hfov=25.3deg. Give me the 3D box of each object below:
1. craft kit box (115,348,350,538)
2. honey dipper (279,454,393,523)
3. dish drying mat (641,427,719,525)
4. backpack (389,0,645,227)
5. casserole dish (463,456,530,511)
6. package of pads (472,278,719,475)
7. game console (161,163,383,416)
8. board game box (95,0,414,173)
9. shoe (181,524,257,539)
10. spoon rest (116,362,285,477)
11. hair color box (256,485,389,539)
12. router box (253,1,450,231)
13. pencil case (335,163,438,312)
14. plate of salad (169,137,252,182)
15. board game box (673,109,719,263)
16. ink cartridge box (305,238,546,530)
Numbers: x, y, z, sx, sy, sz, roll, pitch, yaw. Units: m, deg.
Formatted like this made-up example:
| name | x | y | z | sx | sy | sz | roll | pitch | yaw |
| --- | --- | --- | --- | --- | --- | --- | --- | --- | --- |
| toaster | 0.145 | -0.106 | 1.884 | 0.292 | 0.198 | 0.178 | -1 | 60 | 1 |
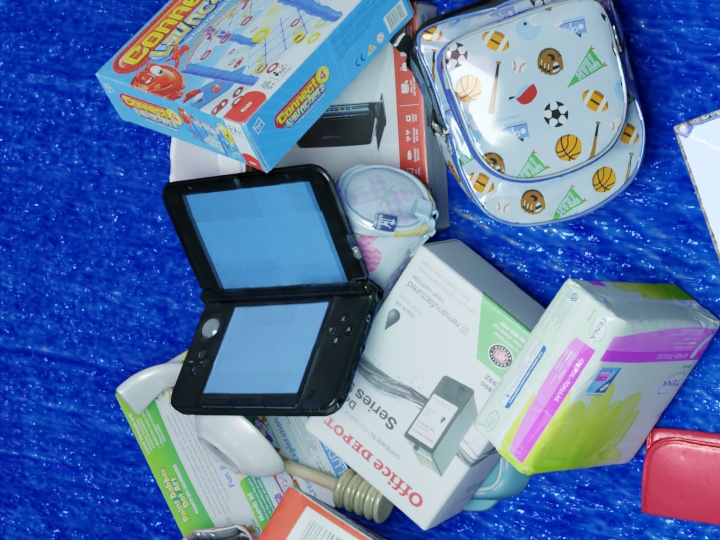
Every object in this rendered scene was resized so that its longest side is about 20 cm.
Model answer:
| name | x | y | z | sx | sy | sz | roll | pitch | yaw |
| --- | --- | --- | --- | --- | --- | --- | --- | --- | --- |
| craft kit box | -0.111 | 0.160 | 1.517 | 0.197 | 0.048 | 0.200 | -30 | 82 | 22 |
| honey dipper | -0.062 | 0.180 | 1.456 | 0.200 | 0.038 | 0.038 | 17 | 102 | 27 |
| dish drying mat | 0.331 | 0.178 | 1.321 | 0.199 | 0.018 | 0.077 | 5 | 98 | 25 |
| backpack | 0.145 | -0.133 | 1.302 | 0.199 | 0.154 | 0.191 | -18 | 102 | 7 |
| casserole dish | 0.089 | 0.118 | 1.420 | 0.121 | 0.039 | 0.201 | 0 | 96 | 26 |
| package of pads | 0.191 | 0.087 | 1.278 | 0.068 | 0.200 | 0.155 | 41 | 111 | 30 |
| game console | -0.095 | 0.021 | 1.330 | 0.200 | 0.118 | 0.171 | -4 | 57 | 42 |
| board game box | -0.091 | -0.192 | 1.365 | 0.196 | 0.056 | 0.200 | 21 | 62 | 40 |
| shoe | -0.080 | 0.290 | 1.434 | 0.200 | 0.072 | 0.091 | 10 | 140 | 40 |
| spoon rest | -0.138 | 0.129 | 1.446 | 0.200 | 0.099 | 0.061 | 21 | 63 | 43 |
| hair color box | -0.006 | 0.252 | 1.385 | 0.111 | 0.200 | 0.064 | 30 | 82 | 19 |
| router box | -0.015 | -0.131 | 1.439 | 0.179 | 0.049 | 0.201 | -3 | 94 | 26 |
| pencil case | 0.000 | 0.000 | 1.387 | 0.090 | 0.083 | 0.200 | 9 | 135 | -13 |
| plate of salad | -0.131 | -0.092 | 1.460 | 0.200 | 0.048 | 0.201 | 178 | 90 | -66 |
| board game box | 0.326 | -0.050 | 1.201 | 0.097 | 0.200 | 0.160 | -20 | 87 | 25 |
| ink cartridge box | 0.069 | 0.097 | 1.360 | 0.146 | 0.084 | 0.200 | 39 | 110 | 18 |
